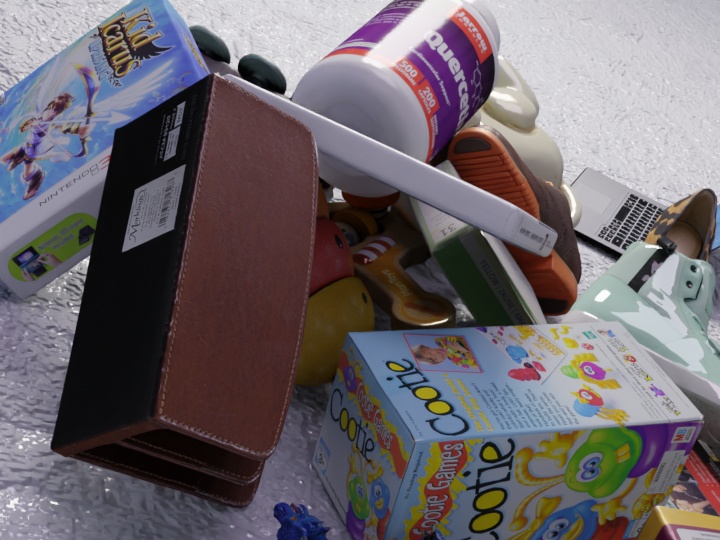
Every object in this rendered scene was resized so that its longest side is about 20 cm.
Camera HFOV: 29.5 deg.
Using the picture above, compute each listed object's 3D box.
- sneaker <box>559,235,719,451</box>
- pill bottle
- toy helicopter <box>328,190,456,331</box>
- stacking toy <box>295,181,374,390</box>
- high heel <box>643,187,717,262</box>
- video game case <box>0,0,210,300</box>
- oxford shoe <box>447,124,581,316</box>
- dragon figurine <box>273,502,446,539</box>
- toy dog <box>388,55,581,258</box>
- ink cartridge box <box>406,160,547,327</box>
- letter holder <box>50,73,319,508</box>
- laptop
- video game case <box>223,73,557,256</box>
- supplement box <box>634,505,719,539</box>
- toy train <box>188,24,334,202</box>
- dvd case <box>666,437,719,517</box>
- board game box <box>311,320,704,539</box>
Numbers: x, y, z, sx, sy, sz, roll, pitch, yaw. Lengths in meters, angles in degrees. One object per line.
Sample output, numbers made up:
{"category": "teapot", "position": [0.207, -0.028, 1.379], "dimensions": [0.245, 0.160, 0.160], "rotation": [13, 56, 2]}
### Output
{"category": "sneaker", "position": [0.261, 0.054, 1.019], "dimensions": [0.200, 0.074, 0.118], "rotation": [34, 68, 14]}
{"category": "pill bottle", "position": [0.037, -0.147, 1.068], "dimensions": [0.112, 0.113, 0.200], "rotation": [29, 42, 12]}
{"category": "toy helicopter", "position": [0.000, 0.000, 1.015], "dimensions": [0.132, 0.079, 0.200], "rotation": [-12, 33, -25]}
{"category": "stacking toy", "position": [-0.038, 0.027, 0.923], "dimensions": [0.200, 0.146, 0.146], "rotation": [50, 33, 12]}
{"category": "high heel", "position": [0.244, 0.016, 1.105], "dimensions": [0.071, 0.143, 0.200], "rotation": [25, 26, 3]}
{"category": "video game case", "position": [-0.186, -0.096, 0.951], "dimensions": [0.045, 0.181, 0.200], "rotation": [54, 4, -39]}
{"category": "oxford shoe", "position": [0.127, -0.052, 1.109], "dimensions": [0.071, 0.200, 0.073], "rotation": [-1, 48, 31]}
{"category": "dragon figurine", "position": [0.034, 0.190, 0.713], "dimensions": [0.200, 0.059, 0.099], "rotation": [38, 30, 28]}
{"category": "toy dog", "position": [0.085, -0.080, 1.200], "dimensions": [0.194, 0.140, 0.200], "rotation": [49, 34, 11]}
{"category": "ink cartridge box", "position": [0.102, 0.025, 1.000], "dimensions": [0.146, 0.048, 0.200], "rotation": [54, 12, -33]}
{"category": "letter holder", "position": [-0.071, 0.019, 0.772], "dimensions": [0.142, 0.100, 0.201], "rotation": [26, 59, -35]}
{"category": "laptop", "position": [0.316, -0.079, 1.370], "dimensions": [0.200, 0.116, 0.187], "rotation": [28, 26, 11]}
{"category": "video game case", "position": [0.024, -0.063, 0.877], "dimensions": [0.199, 0.023, 0.182], "rotation": [26, 4, 15]}
{"category": "supplement box", "position": [0.223, 0.235, 0.729], "dimensions": [0.130, 0.103, 0.200], "rotation": [14, 27, -18]}
{"category": "toy train", "position": [-0.100, -0.120, 1.125], "dimensions": [0.200, 0.114, 0.085], "rotation": [29, 60, 6]}
{"category": "dvd case", "position": [0.206, 0.162, 0.944], "dimensions": [0.199, 0.022, 0.146], "rotation": [9, 30, -28]}
{"category": "board game box", "position": [0.088, 0.104, 0.839], "dimensions": [0.199, 0.103, 0.105], "rotation": [-1, 34, -26]}
